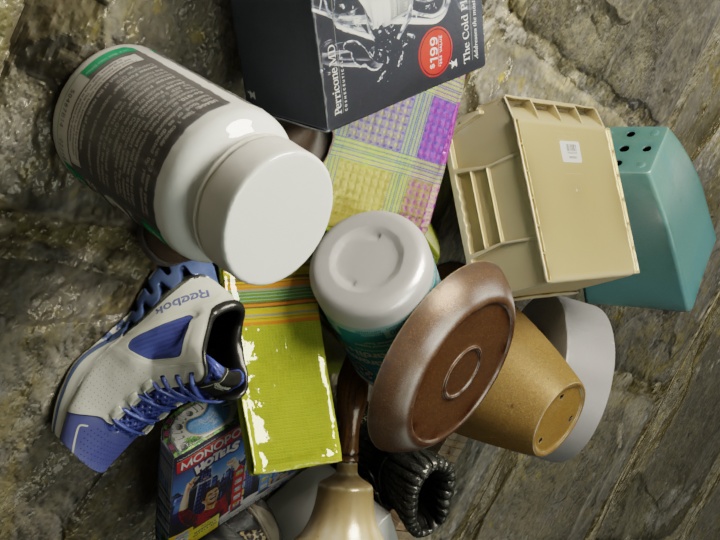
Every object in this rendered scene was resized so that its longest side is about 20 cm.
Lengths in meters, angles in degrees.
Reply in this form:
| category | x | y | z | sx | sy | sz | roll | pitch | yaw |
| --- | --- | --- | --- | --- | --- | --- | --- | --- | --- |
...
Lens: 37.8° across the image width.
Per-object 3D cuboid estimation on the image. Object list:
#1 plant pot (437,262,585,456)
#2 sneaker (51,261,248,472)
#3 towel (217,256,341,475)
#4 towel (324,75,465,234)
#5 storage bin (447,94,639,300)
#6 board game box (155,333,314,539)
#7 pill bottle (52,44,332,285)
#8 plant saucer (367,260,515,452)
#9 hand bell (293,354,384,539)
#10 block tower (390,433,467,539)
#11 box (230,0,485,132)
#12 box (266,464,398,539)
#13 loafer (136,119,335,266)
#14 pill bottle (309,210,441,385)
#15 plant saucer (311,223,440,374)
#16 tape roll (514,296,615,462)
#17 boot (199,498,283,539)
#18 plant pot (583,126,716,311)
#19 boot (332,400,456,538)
| category | x | y | z | sx | sy | sz | roll | pitch | yaw |
| --- | --- | --- | --- | --- | --- | --- | --- | --- | --- |
| plant pot | 0.147 | 0.119 | 1.188 | 0.186 | 0.199 | 0.188 | -30 | 136 | -33 |
| sneaker | -0.162 | 0.087 | 0.872 | 0.200 | 0.115 | 0.081 | -55 | 143 | -5 |
| towel | -0.071 | 0.072 | 0.918 | 0.085 | 0.202 | 0.018 | -6 | 167 | -15 |
| towel | 0.021 | -0.119 | 0.967 | 0.143 | 0.023 | 0.202 | 11 | 98 | -33 |
| storage bin | 0.196 | -0.075 | 1.131 | 0.199 | 0.093 | 0.201 | -4 | 80 | -48 |
| board game box | -0.112 | 0.141 | 0.986 | 0.199 | 0.062 | 0.201 | -27 | 143 | -37 |
| pill bottle | -0.119 | -0.076 | 0.736 | 0.113 | 0.199 | 0.114 | -28 | 134 | -33 |
| plant saucer | 0.083 | 0.087 | 0.962 | 0.200 | 0.032 | 0.202 | -35 | 141 | -34 |
| hand bell | -0.014 | 0.179 | 1.051 | 0.104 | 0.103 | 0.202 | 8 | 84 | -51 |
| block tower | 0.064 | 0.269 | 1.317 | 0.054 | 0.058 | 0.201 | 23 | 98 | -53 |
| box | -0.003 | -0.235 | 0.813 | 0.181 | 0.104 | 0.202 | -28 | 123 | -34 |
| box | -0.023 | 0.330 | 1.197 | 0.097 | 0.124 | 0.201 | -40 | 139 | -24 |
| loafer | -0.089 | -0.069 | 0.865 | 0.200 | 0.071 | 0.073 | -44 | 113 | -19 |
| pill bottle | 0.029 | 0.042 | 0.980 | 0.111 | 0.110 | 0.200 | -47 | 147 | -15 |
| plant saucer | 0.000 | 0.000 | 1.057 | 0.201 | 0.048 | 0.200 | -53 | 143 | -8 |
| tape roll | 0.236 | 0.132 | 1.303 | 0.066 | 0.201 | 0.202 | 15 | 107 | -13 |
| boot | -0.143 | 0.336 | 1.106 | 0.150 | 0.073 | 0.201 | -37 | 135 | -29 |
| plant pot | 0.347 | -0.074 | 1.319 | 0.142 | 0.140 | 0.201 | -57 | 137 | -36 |
| boot | 0.042 | 0.245 | 1.185 | 0.079 | 0.157 | 0.212 | -43 | 141 | -19 |
